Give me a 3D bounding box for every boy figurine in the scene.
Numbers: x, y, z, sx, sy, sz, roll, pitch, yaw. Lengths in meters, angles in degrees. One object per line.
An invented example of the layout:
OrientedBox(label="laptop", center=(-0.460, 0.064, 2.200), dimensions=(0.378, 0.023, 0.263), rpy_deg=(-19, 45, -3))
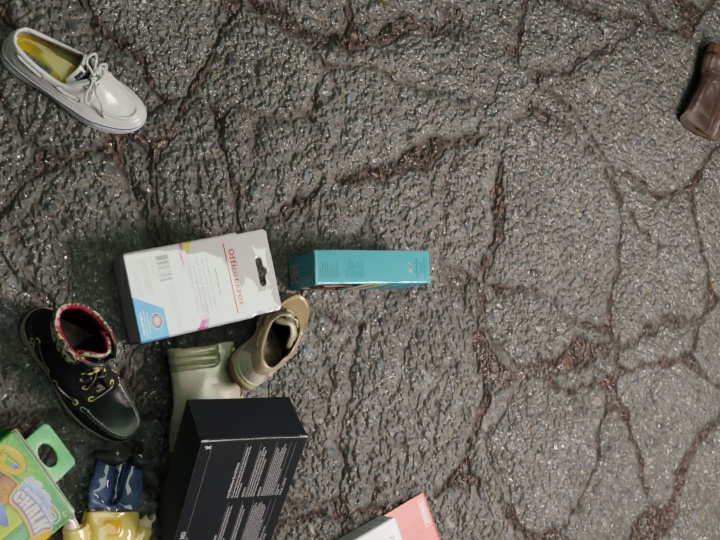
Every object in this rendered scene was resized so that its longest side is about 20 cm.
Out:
OrientedBox(label="boy figurine", center=(-0.311, 0.323, 1.233), dimensions=(0.123, 0.064, 0.204), rpy_deg=(19, 70, -38))

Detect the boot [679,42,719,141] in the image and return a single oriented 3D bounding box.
OrientedBox(label="boot", center=(0.721, -0.322, 1.981), dimensions=(0.184, 0.064, 0.202), rpy_deg=(28, 65, -11))

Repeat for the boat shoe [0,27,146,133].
OrientedBox(label="boat shoe", center=(-0.355, -0.248, 1.281), dimensions=(0.201, 0.086, 0.075), rpy_deg=(33, 67, -23))

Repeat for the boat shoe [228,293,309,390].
OrientedBox(label="boat shoe", center=(-0.107, 0.087, 1.359), dimensions=(0.073, 0.064, 0.200), rpy_deg=(55, 32, -11))

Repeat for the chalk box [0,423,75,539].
OrientedBox(label="chalk box", center=(-0.414, 0.261, 1.142), dimensions=(0.200, 0.123, 0.125), rpy_deg=(-41, 104, -30))

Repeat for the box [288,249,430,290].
OrientedBox(label="box", center=(0.000, 0.000, 1.468), dimensions=(0.197, 0.082, 0.050), rpy_deg=(-1, 83, -32))

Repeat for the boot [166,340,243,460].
OrientedBox(label="boot", center=(-0.165, 0.172, 1.347), dimensions=(0.197, 0.072, 0.158), rpy_deg=(2, 79, -32))

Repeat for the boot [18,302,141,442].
OrientedBox(label="boot", center=(-0.320, 0.124, 1.204), dimensions=(0.073, 0.153, 0.205), rpy_deg=(-43, 105, -29))

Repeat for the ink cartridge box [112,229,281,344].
OrientedBox(label="ink cartridge box", center=(-0.215, 0.020, 1.329), dimensions=(0.197, 0.068, 0.117), rpy_deg=(-12, 89, -27))

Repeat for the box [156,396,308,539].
OrientedBox(label="box", center=(-0.164, 0.259, 1.257), dimensions=(0.139, 0.079, 0.202), rpy_deg=(1, 125, -30))

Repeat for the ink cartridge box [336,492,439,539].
OrientedBox(label="ink cartridge box", center=(0.068, 0.452, 1.463), dimensions=(0.172, 0.043, 0.203), rpy_deg=(-21, 94, -31))
